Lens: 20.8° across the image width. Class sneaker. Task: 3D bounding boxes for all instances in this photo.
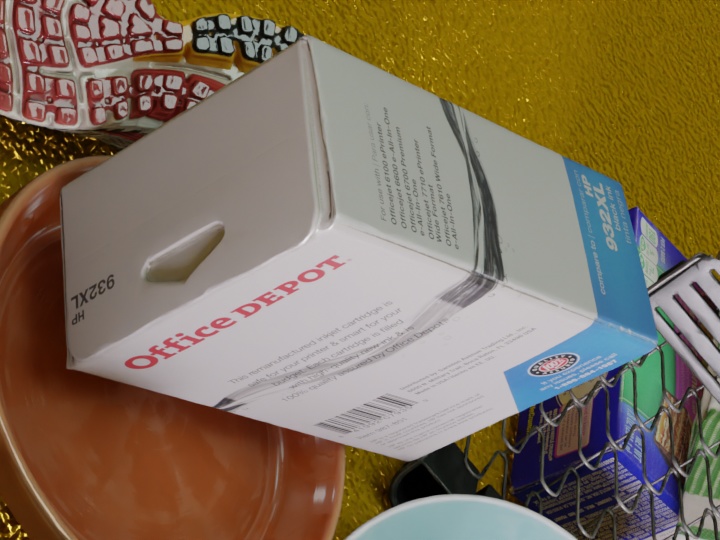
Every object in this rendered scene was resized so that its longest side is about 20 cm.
[{"bbox_3d":[-0.110,-0.081,0.830,0.200,0.082,0.078,19,73,-27],"label":"sneaker"}]

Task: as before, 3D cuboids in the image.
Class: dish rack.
[{"bbox_3d":[0.132,0.094,0.907,0.153,0.200,0.055,48,24,-9],"label":"dish rack"}]

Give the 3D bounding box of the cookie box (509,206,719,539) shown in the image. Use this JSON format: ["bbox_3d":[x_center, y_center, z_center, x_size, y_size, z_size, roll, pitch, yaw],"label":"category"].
[{"bbox_3d":[0.177,0.095,1.073,0.200,0.075,0.172,41,41,-29],"label":"cookie box"}]

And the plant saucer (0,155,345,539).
[{"bbox_3d":[-0.085,0.050,0.806,0.200,0.032,0.201,31,46,-39],"label":"plant saucer"}]

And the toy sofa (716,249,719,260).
[{"bbox_3d":[0.247,0.077,1.054,0.083,0.098,0.201,7,60,-23],"label":"toy sofa"}]

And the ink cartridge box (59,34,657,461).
[{"bbox_3d":[0.000,0.000,0.793,0.200,0.145,0.084,20,53,-44],"label":"ink cartridge box"}]

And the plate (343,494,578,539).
[{"bbox_3d":[0.049,0.197,0.851,0.200,0.026,0.201,11,67,-27],"label":"plate"}]

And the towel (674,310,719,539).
[{"bbox_3d":[0.244,0.063,0.981,0.023,0.152,0.201,71,32,-61],"label":"towel"}]
